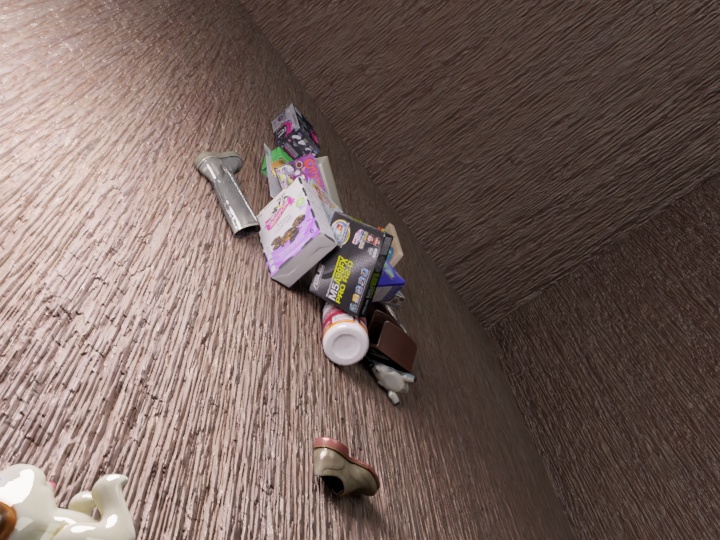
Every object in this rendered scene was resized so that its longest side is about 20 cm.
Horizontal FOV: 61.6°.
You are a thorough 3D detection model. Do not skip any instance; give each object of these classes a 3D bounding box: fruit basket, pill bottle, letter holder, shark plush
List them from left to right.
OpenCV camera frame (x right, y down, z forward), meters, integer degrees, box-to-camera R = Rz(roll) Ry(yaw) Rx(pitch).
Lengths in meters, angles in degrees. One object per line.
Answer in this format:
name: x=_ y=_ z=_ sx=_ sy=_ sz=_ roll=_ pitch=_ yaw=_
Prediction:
fruit basket: x=-0.229 y=-0.253 z=1.796 sx=0.185 sy=0.092 sz=0.205 roll=37 pitch=38 yaw=-52
pill bottle: x=-0.039 y=0.130 z=1.484 sx=0.114 sy=0.112 sz=0.201 roll=49 pitch=15 yaw=-23
shark plush: x=0.058 y=0.289 z=1.648 sx=0.197 sy=0.093 sz=0.083 roll=28 pitch=3 yaw=-21
letter holder: x=0.076 y=0.175 z=1.668 sx=0.200 sy=0.098 sz=0.146 roll=41 pitch=64 yaw=-48

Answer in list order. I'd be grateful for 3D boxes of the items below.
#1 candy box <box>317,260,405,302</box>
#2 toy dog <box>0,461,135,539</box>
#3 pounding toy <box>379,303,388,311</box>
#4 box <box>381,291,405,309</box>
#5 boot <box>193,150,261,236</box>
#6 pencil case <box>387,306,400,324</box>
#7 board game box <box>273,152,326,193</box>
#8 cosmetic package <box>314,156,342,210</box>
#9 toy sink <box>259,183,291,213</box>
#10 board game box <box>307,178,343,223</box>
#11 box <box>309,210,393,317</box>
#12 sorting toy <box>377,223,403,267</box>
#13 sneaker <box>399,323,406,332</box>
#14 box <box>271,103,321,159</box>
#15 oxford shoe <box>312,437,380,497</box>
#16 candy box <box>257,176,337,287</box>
candy box: x=0.000 y=0.000 z=1.546 sx=0.170 sy=0.078 sz=0.198 roll=49 pitch=24 yaw=23
toy dog: x=-0.256 y=0.248 z=0.472 sx=0.194 sy=0.138 sz=0.202 roll=-42 pitch=101 yaw=-40
pounding toy: x=-0.033 y=0.025 z=1.759 sx=0.202 sy=0.139 sz=0.186 roll=59 pitch=10 yaw=-37
box: x=0.035 y=0.054 z=1.652 sx=0.196 sy=0.039 sz=0.042 roll=21 pitch=18 yaw=-34
boot: x=-0.287 y=-0.178 z=1.406 sx=0.201 sy=0.072 sz=0.181 roll=51 pitch=27 yaw=7
pencil case: x=0.061 y=0.132 z=1.891 sx=0.204 sy=0.088 sz=0.078 roll=64 pitch=5 yaw=22
board game box: x=-0.157 y=-0.216 z=1.718 sx=0.032 sy=0.118 sz=0.205 roll=41 pitch=-27 yaw=64
cosmetic package: x=-0.124 y=-0.223 z=1.793 sx=0.074 sy=0.100 sz=0.205 roll=-64 pitch=144 yaw=-58
toy sink: x=-0.162 y=-0.119 z=1.624 sx=0.201 sy=0.111 sz=0.131 roll=49 pitch=15 yaw=-9
board game box: x=-0.099 y=-0.160 z=1.625 sx=0.135 sy=0.034 sz=0.201 roll=47 pitch=15 yaw=-22
box: x=-0.024 y=-0.015 z=1.415 sx=0.158 sy=0.205 sz=0.044 roll=26 pitch=12 yaw=32
sorting toy: x=0.042 y=-0.047 z=2.020 sx=0.069 sy=0.200 sz=0.202 roll=30 pitch=24 yaw=-23
sneaker: x=0.104 y=0.192 z=1.951 sx=0.203 sy=0.074 sz=0.089 roll=62 pitch=3 yaw=25
box: x=-0.237 y=-0.485 z=2.187 sx=0.132 sy=0.114 sz=0.202 roll=43 pitch=18 yaw=-38
oxford shoe: x=-0.030 y=0.378 z=1.097 sx=0.200 sy=0.069 sz=0.076 roll=48 pitch=42 yaw=-37
candy box: x=-0.160 y=-0.094 z=1.446 sx=0.071 sy=0.167 sz=0.203 roll=31 pitch=26 yaw=-46
